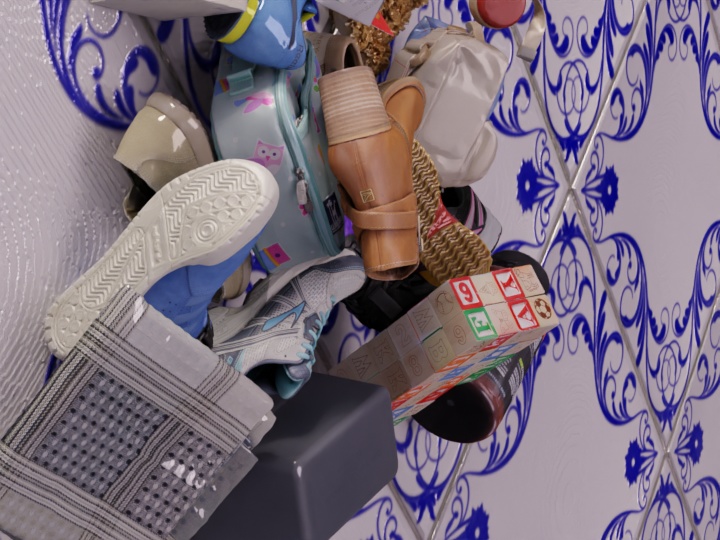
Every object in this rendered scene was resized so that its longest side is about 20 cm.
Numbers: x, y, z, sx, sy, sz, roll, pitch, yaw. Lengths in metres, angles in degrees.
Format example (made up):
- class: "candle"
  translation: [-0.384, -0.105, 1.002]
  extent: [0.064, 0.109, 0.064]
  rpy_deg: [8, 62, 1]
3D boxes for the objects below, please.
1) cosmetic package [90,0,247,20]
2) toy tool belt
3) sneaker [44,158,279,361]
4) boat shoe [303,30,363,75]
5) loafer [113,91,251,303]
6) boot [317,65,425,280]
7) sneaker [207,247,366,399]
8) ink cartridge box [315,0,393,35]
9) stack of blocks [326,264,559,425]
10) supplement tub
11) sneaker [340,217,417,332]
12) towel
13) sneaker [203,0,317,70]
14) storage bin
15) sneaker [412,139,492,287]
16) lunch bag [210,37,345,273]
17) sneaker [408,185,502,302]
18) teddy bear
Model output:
- class: "cosmetic package"
  translation: [-0.131, -0.288, 1.376]
  extent: [0.073, 0.103, 0.202]
  rpy_deg: [8, 85, -44]
- class: "toy tool belt"
  translation: [0.077, -0.178, 1.738]
  extent: [0.124, 0.123, 0.201]
  rpy_deg: [20, 96, -22]
- class: "sneaker"
  translation: [-0.127, 0.007, 1.382]
  extent: [0.200, 0.077, 0.111]
  rpy_deg: [-43, 151, 2]
- class: "boat shoe"
  translation: [-0.010, -0.117, 1.664]
  extent: [0.071, 0.064, 0.201]
  rpy_deg: [-60, 142, -39]
- class: "loafer"
  translation: [-0.139, -0.045, 1.434]
  extent: [0.068, 0.076, 0.201]
  rpy_deg: [-37, 137, -20]
- class: "boot"
  translation: [0.018, -0.070, 1.479]
  extent: [0.200, 0.073, 0.156]
  rpy_deg: [-4, 80, -73]
- class: "sneaker"
  translation: [-0.061, 0.056, 1.485]
  extent: [0.199, 0.086, 0.078]
  rpy_deg: [-34, 153, -30]
- class: "ink cartridge box"
  translation: [-0.024, -0.276, 1.524]
  extent: [0.162, 0.050, 0.200]
  rpy_deg: [61, 17, 10]
- class: "stack of blocks"
  translation: [0.062, 0.074, 1.661]
  extent: [0.115, 0.200, 0.059]
  rpy_deg: [-10, 68, -47]
- class: "supplement tub"
  translation: [0.122, 0.069, 1.882]
  extent: [0.200, 0.106, 0.108]
  rpy_deg: [-57, 140, -42]
- class: "sneaker"
  translation: [0.001, 0.000, 1.641]
  extent: [0.069, 0.100, 0.200]
  rpy_deg: [-41, 145, 5]
- class: "towel"
  translation: [-0.162, 0.134, 1.349]
  extent: [0.193, 0.034, 0.200]
  rpy_deg: [-52, 136, -6]
- class: "sneaker"
  translation: [-0.077, -0.225, 1.458]
  extent: [0.078, 0.066, 0.201]
  rpy_deg: [26, 36, -30]
- class: "storage bin"
  translation: [-0.064, 0.143, 1.524]
  extent: [0.200, 0.133, 0.147]
  rpy_deg: [-37, 124, -55]
- class: "sneaker"
  translation: [0.034, -0.056, 1.667]
  extent: [0.075, 0.090, 0.200]
  rpy_deg: [-45, 127, -15]
- class: "lunch bag"
  translation: [-0.062, -0.105, 1.487]
  extent: [0.201, 0.076, 0.161]
  rpy_deg: [-93, 169, -59]
- class: "sneaker"
  translation: [0.066, -0.015, 1.823]
  extent: [0.087, 0.080, 0.201]
  rpy_deg: [59, 34, -29]
- class: "teddy bear"
  translation: [0.030, -0.272, 1.718]
  extent: [0.201, 0.066, 0.146]
  rpy_deg: [-63, 146, -35]
